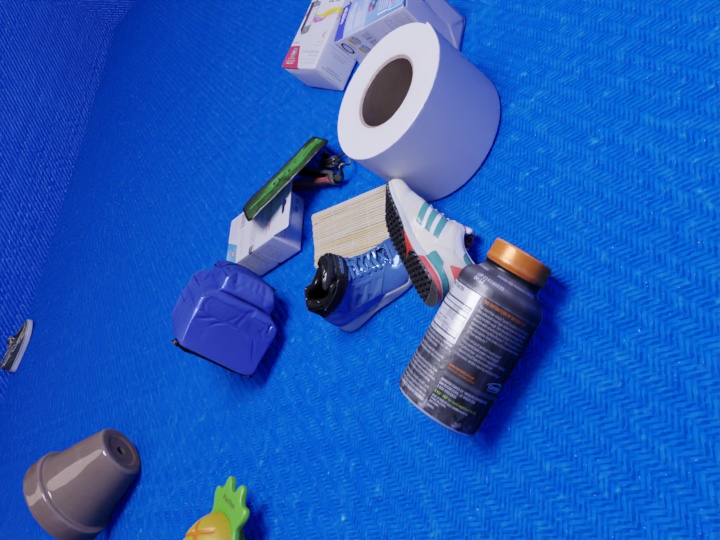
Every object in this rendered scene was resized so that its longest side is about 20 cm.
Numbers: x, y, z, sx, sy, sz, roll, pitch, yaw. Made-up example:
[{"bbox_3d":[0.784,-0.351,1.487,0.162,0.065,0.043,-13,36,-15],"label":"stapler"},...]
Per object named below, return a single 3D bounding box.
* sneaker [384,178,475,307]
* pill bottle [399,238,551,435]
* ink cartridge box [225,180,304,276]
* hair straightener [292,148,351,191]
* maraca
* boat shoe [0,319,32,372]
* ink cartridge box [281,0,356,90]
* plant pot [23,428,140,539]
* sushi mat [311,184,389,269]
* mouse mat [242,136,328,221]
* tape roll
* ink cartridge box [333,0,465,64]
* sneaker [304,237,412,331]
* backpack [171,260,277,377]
[{"bbox_3d":[0.096,-0.045,0.841,0.071,0.091,0.203,92,161,-50],"label":"sneaker"},{"bbox_3d":[0.132,0.069,0.711,0.203,0.105,0.106,-61,37,6],"label":"pill bottle"},{"bbox_3d":[-0.167,-0.075,1.195,0.198,0.067,0.119,-29,49,40],"label":"ink cartridge box"},{"bbox_3d":[-0.076,-0.190,1.166,0.198,0.040,0.079,1,71,57],"label":"hair straightener"},{"bbox_3d":[-0.214,0.414,0.951,0.136,0.106,0.205,6,75,53],"label":"maraca"},{"bbox_3d":[-1.297,0.279,2.417,0.070,0.063,0.205,4,74,51],"label":"boat shoe"},{"bbox_3d":[-0.055,-0.469,1.264,0.147,0.084,0.204,25,92,54],"label":"ink cartridge box"},{"bbox_3d":[-0.559,0.426,1.330,0.174,0.201,0.201,-41,40,3],"label":"plant pot"},{"bbox_3d":[-0.013,-0.065,1.021,0.197,0.012,0.099,-16,77,47],"label":"sushi mat"},{"bbox_3d":[-0.143,-0.173,1.176,0.200,0.008,0.161,-44,20,-1],"label":"mouse mat"},{"bbox_3d":[0.080,-0.220,0.909,0.200,0.137,0.208,-28,50,38],"label":"tape roll"},{"bbox_3d":[0.051,-0.381,1.037,0.197,0.135,0.078,-7,62,49],"label":"ink cartridge box"},{"bbox_3d":[0.000,0.001,0.909,0.200,0.110,0.078,-43,42,27],"label":"sneaker"},{"bbox_3d":[-0.234,0.075,1.130,0.170,0.161,0.199,-58,23,-6],"label":"backpack"}]
